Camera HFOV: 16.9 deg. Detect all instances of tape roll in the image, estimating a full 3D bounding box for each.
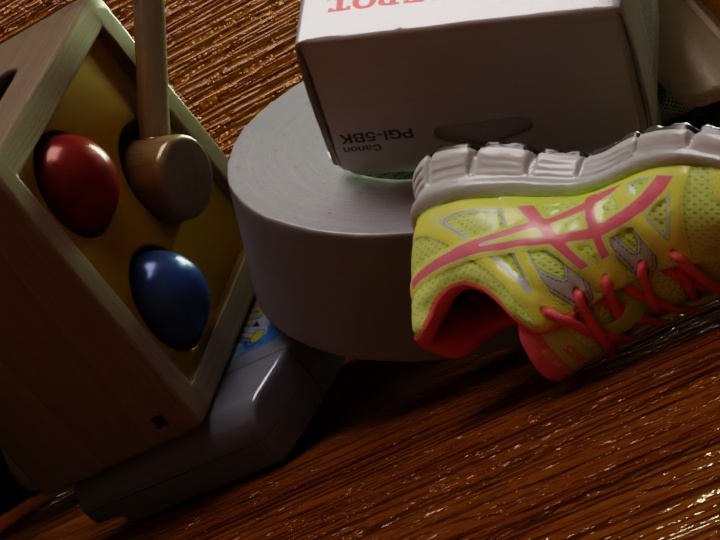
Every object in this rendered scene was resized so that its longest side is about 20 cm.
[{"bbox_3d":[0.041,-0.039,1.112,0.199,0.067,0.201,-11,29,6],"label":"tape roll"}]

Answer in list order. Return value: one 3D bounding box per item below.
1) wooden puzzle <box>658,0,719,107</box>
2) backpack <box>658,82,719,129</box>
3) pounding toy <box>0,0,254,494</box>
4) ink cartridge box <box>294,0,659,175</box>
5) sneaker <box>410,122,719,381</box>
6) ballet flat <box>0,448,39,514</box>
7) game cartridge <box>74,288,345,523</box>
[{"bbox_3d":[0.193,-0.157,1.166,0.199,0.185,0.037,-12,-41,-28],"label":"wooden puzzle"},{"bbox_3d":[0.102,-0.115,1.282,0.199,0.147,0.184,-13,41,11],"label":"backpack"},{"bbox_3d":[-0.125,-0.044,1.145,0.142,0.184,0.200,-24,27,30],"label":"pounding toy"},{"bbox_3d":[0.057,-0.149,1.082,0.146,0.083,0.201,-5,49,13],"label":"ink cartridge box"},{"bbox_3d":[0.099,0.001,0.930,0.199,0.078,0.091,-4,63,43],"label":"sneaker"},{"bbox_3d":[-0.182,0.087,1.390,0.068,0.068,0.200,-19,9,22],"label":"ballet flat"},{"bbox_3d":[-0.057,0.032,1.185,0.133,0.041,0.200,-21,29,29],"label":"game cartridge"}]
